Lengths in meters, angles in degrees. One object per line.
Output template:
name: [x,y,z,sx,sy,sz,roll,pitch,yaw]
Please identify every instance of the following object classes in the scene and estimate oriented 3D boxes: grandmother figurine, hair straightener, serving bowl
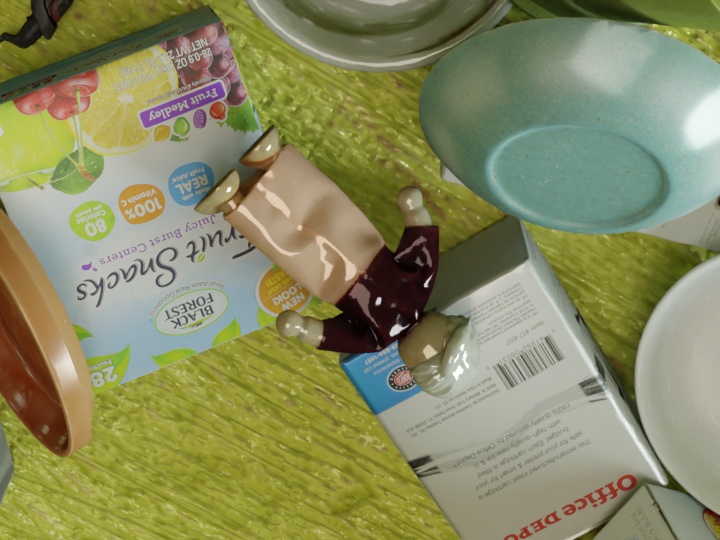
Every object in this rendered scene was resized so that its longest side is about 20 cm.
grandmother figurine: [0.000,0.000,0.859,0.121,0.061,0.200,-45,100,2]
hair straightener: [-0.182,-0.218,0.860,0.077,0.041,0.200,38,114,-14]
serving bowl: [0.286,0.071,0.924,0.199,0.066,0.202,7,108,23]

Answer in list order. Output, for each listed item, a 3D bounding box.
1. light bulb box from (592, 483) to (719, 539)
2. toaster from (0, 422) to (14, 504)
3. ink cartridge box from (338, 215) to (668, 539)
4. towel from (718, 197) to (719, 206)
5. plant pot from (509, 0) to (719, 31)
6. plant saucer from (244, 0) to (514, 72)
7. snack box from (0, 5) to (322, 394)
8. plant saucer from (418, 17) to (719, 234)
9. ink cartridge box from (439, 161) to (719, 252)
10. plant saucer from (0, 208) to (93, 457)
light bulb box: [0.260,0.268,0.938,0.199,0.199,0.125,18,120,-35]
toaster: [-0.347,0.119,0.963,0.198,0.119,0.182,-13,114,9]
ink cartridge box: [0.098,0.088,0.960,0.145,0.084,0.201,-29,111,12]
towel: [0.344,-0.110,0.896,0.198,0.032,0.192,5,114,0]
plant pot: [0.180,-0.202,0.741,0.198,0.190,0.202,-8,115,-17]
plant saucer: [0.012,-0.222,0.842,0.198,0.050,0.202,0,113,1]
snack box: [-0.135,-0.044,0.897,0.168,0.068,0.201,-22,114,-6]
plant saucer: [0.129,-0.068,0.819,0.199,0.039,0.201,10,152,5]
ink cartridge box: [0.159,-0.083,0.905,0.198,0.039,0.100,16,118,-5]
plant saucer: [-0.226,0.025,0.896,0.032,0.200,0.202,-31,115,-25]
